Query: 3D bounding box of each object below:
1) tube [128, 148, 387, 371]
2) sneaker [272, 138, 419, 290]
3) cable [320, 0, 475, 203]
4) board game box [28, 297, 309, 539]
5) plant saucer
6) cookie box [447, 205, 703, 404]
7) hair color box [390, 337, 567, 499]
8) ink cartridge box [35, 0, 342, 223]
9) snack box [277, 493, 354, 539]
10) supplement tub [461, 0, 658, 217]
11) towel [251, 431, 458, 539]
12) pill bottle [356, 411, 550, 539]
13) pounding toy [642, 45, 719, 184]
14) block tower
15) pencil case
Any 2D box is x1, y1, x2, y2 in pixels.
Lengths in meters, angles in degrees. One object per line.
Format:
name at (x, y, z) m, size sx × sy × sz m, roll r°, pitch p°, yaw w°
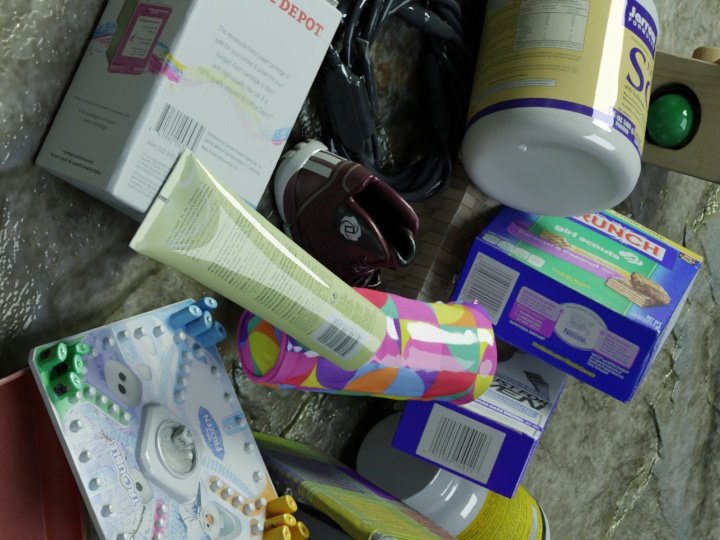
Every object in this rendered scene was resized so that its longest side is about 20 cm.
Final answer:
tube at (-0.067, 0.000, 1.481) m, size 0.200 × 0.052 × 0.058 m, roll 35°, pitch 37°, yaw -31°
sneaker at (0.000, 0.000, 1.658) m, size 0.076 × 0.115 × 0.201 m, roll -41°, pitch 133°, yaw -32°
cable at (0.032, -0.144, 1.700) m, size 0.163 × 0.051 × 0.201 m, roll -47°, pitch 134°, yaw -35°
board game box at (-0.129, 0.126, 1.512) m, size 0.200 × 0.026 × 0.201 m, roll -18°, pitch 85°, yaw -58°
plant saucer at (-0.277, 0.173, 1.461) m, size 0.199 × 0.037 × 0.201 m, roll -27°, pitch 124°, yaw -43°
cookie box at (0.183, 0.010, 1.785) m, size 0.076 × 0.170 × 0.200 m, roll -67°, pitch 170°, yaw 24°
hair color box at (0.105, 0.104, 1.765) m, size 0.200 × 0.109 × 0.065 m, roll -50°, pitch 162°, yaw -68°
ink cartridge box at (-0.116, -0.130, 1.489) m, size 0.144 × 0.084 × 0.201 m, roll 31°, pitch 82°, yaw -52°
snack box at (0.002, 0.237, 1.692) m, size 0.142 × 0.199 × 0.053 m, roll 27°, pitch 86°, yaw -52°
supplement tub at (0.165, -0.161, 1.732) m, size 0.145 × 0.144 × 0.201 m, roll 44°, pitch 49°, yaw -49°
towel at (-0.012, 0.178, 1.652) m, size 0.143 × 0.199 × 0.023 m, roll 19°, pitch 98°, yaw -52°
pill bottle at (0.078, 0.201, 1.839) m, size 0.113 × 0.112 × 0.200 m, roll -59°, pitch 141°, yaw -14°
pounding toy at (0.327, -0.151, 1.935) m, size 0.199 × 0.183 × 0.143 m, roll 11°, pitch 97°, yaw -51°
block tower at (0.052, 0.001, 1.770) m, size 0.054 × 0.058 × 0.201 m, roll 31°, pitch 80°, yaw -52°
pencil case at (0.007, 0.054, 1.609) m, size 0.199 × 0.088 × 0.089 m, roll 7°, pitch 100°, yaw -32°
